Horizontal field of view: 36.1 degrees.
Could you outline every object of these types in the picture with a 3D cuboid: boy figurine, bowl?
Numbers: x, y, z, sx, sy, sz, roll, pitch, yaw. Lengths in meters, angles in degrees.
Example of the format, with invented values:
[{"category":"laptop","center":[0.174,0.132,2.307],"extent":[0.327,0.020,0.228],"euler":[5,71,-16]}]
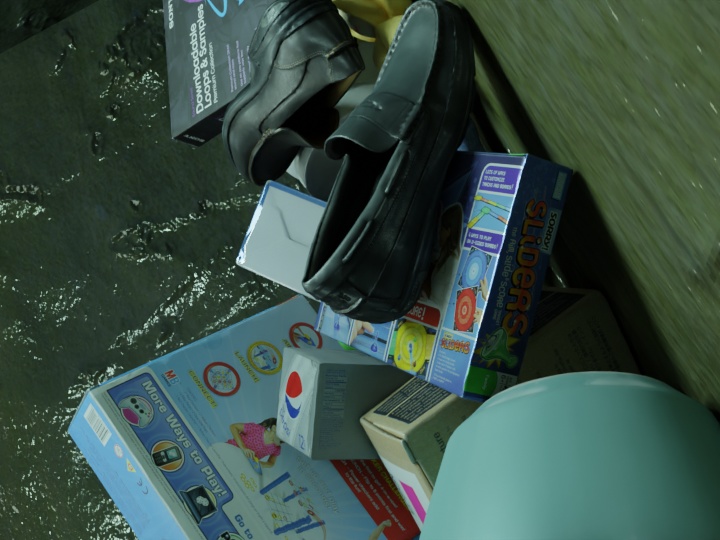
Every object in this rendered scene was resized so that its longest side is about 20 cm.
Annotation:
[{"category":"boy figurine","center":[0.038,-0.132,0.778],"extent":[0.201,0.064,0.124],"euler":[59,-178,-1]},{"category":"bowl","center":[0.120,0.123,0.578],"extent":[0.201,0.200,0.106],"euler":[62,-157,-58]}]

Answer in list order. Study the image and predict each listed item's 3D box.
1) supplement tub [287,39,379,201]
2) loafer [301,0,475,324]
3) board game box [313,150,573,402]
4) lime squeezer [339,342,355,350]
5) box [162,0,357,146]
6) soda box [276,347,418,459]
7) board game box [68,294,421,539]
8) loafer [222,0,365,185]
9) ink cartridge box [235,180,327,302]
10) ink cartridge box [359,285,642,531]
[{"category":"supplement tub","center":[-0.029,-0.166,0.959],"extent":[0.200,0.145,0.146],"euler":[61,179,34]},{"category":"loafer","center":[0.016,-0.071,0.639],"extent":[0.070,0.202,0.068],"euler":[22,165,-31]},{"category":"board game box","center":[0.041,-0.007,0.678],"extent":[0.034,0.136,0.200],"euler":[14,-178,-27]},{"category":"lime squeezer","center":[0.001,0.052,0.948],"extent":[0.200,0.070,0.038],"euler":[-162,64,-77]},{"category":"box","center":[-0.088,-0.204,0.898],"extent":[0.036,0.200,0.144],"euler":[11,-116,-43]},{"category":"soda box","center":[0.047,0.091,0.754],"extent":[0.068,0.199,0.064],"euler":[-169,84,-66]},{"category":"board game box","center":[-0.062,0.137,0.761],"extent":[0.200,0.195,0.056],"euler":[52,135,15]},{"category":"loafer","center":[-0.050,-0.113,0.804],"extent":[0.072,0.073,0.200],"euler":[51,153,14]},{"category":"ink cartridge box","center":[0.000,0.000,0.926],"extent":[0.136,0.077,0.200],"euler":[23,178,19]},{"category":"ink cartridge box","center":[0.118,0.136,0.710],"extent":[0.201,0.164,0.075],"euler":[62,161,-14]}]
